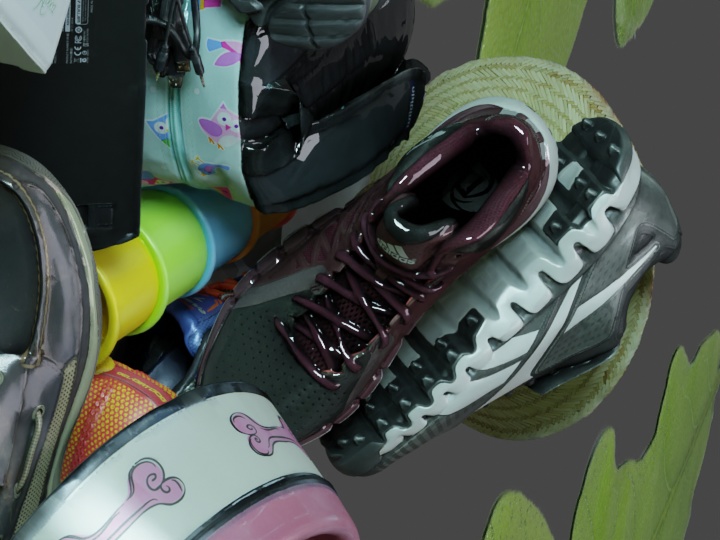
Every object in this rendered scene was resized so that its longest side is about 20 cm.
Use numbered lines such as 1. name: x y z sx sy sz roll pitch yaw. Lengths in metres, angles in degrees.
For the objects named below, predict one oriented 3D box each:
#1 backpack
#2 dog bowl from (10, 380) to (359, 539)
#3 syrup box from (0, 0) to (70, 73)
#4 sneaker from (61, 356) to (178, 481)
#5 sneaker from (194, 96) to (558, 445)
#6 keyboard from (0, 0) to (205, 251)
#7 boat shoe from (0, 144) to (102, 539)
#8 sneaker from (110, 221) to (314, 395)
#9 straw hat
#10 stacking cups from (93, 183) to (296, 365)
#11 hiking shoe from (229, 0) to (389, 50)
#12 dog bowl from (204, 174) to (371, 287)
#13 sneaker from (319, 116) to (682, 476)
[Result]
1. backpack: -0.049 -0.107 1.191 0.200 0.126 0.168 -56 145 -51
2. dog bowl: -0.080 0.146 1.130 0.200 0.074 0.200 -42 156 -24
3. syrup box: -0.124 -0.179 0.956 0.081 0.078 0.201 56 48 -68
4. sneaker: -0.121 0.120 1.210 0.073 0.077 0.201 -24 143 -53
5. sneaker: 0.000 0.000 1.170 0.200 0.076 0.116 -47 177 2
6. keyboard: -0.107 -0.102 1.068 0.040 0.104 0.201 -107 -161 -62
7. boat shoe: -0.146 0.053 1.062 0.073 0.074 0.201 -44 142 -64
8. sneaker: -0.061 0.036 1.265 0.200 0.075 0.079 -43 135 -27
9. straw hat: 0.039 -0.010 1.342 0.085 0.201 0.202 -1 104 -43
10. stacking cups: -0.080 -0.019 1.219 0.200 0.060 0.061 -37 137 -56
11. hiking shoe: -0.046 -0.183 1.093 0.200 0.076 0.101 58 38 -4
12. dog bowl: -0.037 -0.052 1.398 0.200 0.058 0.201 13 90 -74
13. sneaker: 0.070 0.029 1.257 0.200 0.067 0.090 -47 127 8
